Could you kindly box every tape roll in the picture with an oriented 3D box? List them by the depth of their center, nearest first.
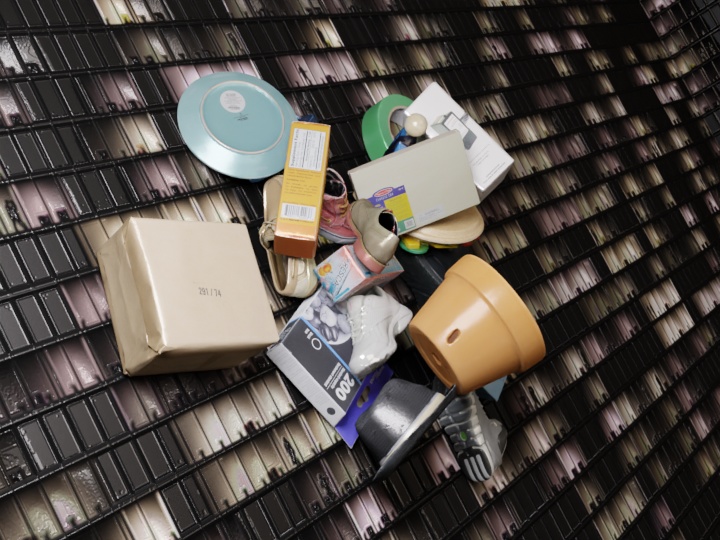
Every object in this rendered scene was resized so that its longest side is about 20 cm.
[{"bbox_3d":[0.090,-0.237,1.970,0.200,0.048,0.202,28,47,-35],"label":"tape roll"}]

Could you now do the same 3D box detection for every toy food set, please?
[{"bbox_3d":[0.121,-0.097,1.837,0.196,0.049,0.200,-1,35,-23],"label":"toy food set"}]

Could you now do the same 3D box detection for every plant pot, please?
[{"bbox_3d":[0.168,0.096,1.596,0.140,0.200,0.201,-35,94,-12],"label":"plant pot"}]

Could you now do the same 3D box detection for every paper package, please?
[{"bbox_3d":[-0.231,0.034,1.380,0.199,0.103,0.192,1,65,-47],"label":"paper package"}]

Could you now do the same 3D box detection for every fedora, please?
[{"bbox_3d":[0.056,0.219,1.540,0.091,0.201,0.200,40,37,7],"label":"fedora"}]

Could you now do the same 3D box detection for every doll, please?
[{"bbox_3d":[0.058,-0.192,1.774,0.048,0.200,0.137,35,42,-5],"label":"doll"}]

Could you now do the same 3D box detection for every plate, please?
[{"bbox_3d":[-0.186,-0.234,1.614,0.199,0.026,0.202,10,61,-17],"label":"plate"}]

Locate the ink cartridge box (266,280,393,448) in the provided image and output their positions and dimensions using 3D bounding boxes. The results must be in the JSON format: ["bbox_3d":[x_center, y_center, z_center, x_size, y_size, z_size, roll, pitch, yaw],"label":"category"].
[{"bbox_3d":[-0.030,0.135,1.587,0.200,0.043,0.198,50,37,-13],"label":"ink cartridge box"}]

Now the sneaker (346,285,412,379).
[{"bbox_3d":[0.008,0.090,1.578,0.099,0.078,0.200,45,27,-7],"label":"sneaker"}]

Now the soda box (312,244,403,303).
[{"bbox_3d":[0.000,0.000,1.641,0.064,0.068,0.200,56,19,9],"label":"soda box"}]

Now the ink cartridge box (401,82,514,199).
[{"bbox_3d":[0.169,-0.222,1.852,0.200,0.084,0.146,46,-6,6],"label":"ink cartridge box"}]

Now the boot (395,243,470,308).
[{"bbox_3d":[0.156,0.004,1.857,0.201,0.076,0.168,55,41,4],"label":"boot"}]

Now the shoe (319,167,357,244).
[{"bbox_3d":[-0.043,-0.106,1.695,0.199,0.091,0.072,20,52,-40],"label":"shoe"}]

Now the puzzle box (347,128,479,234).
[{"bbox_3d":[0.090,-0.140,1.721,0.025,0.199,0.134,-124,-166,-66],"label":"puzzle box"}]

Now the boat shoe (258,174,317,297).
[{"bbox_3d":[-0.119,-0.057,1.593,0.064,0.071,0.201,3,64,-48],"label":"boat shoe"}]

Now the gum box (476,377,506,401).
[{"bbox_3d":[0.206,0.104,1.780,0.200,0.044,0.171,44,63,-43],"label":"gum box"}]

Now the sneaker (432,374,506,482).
[{"bbox_3d":[0.191,0.248,1.747,0.115,0.075,0.202,-14,87,-56],"label":"sneaker"}]

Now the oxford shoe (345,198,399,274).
[{"bbox_3d":[0.028,-0.068,1.607,0.070,0.075,0.200,35,19,-26],"label":"oxford shoe"}]

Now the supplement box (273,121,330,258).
[{"bbox_3d":[-0.087,-0.123,1.562,0.068,0.067,0.201,9,64,-1],"label":"supplement box"}]

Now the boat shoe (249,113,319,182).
[{"bbox_3d":[-0.127,-0.217,1.681,0.069,0.084,0.200,59,34,-16],"label":"boat shoe"}]
